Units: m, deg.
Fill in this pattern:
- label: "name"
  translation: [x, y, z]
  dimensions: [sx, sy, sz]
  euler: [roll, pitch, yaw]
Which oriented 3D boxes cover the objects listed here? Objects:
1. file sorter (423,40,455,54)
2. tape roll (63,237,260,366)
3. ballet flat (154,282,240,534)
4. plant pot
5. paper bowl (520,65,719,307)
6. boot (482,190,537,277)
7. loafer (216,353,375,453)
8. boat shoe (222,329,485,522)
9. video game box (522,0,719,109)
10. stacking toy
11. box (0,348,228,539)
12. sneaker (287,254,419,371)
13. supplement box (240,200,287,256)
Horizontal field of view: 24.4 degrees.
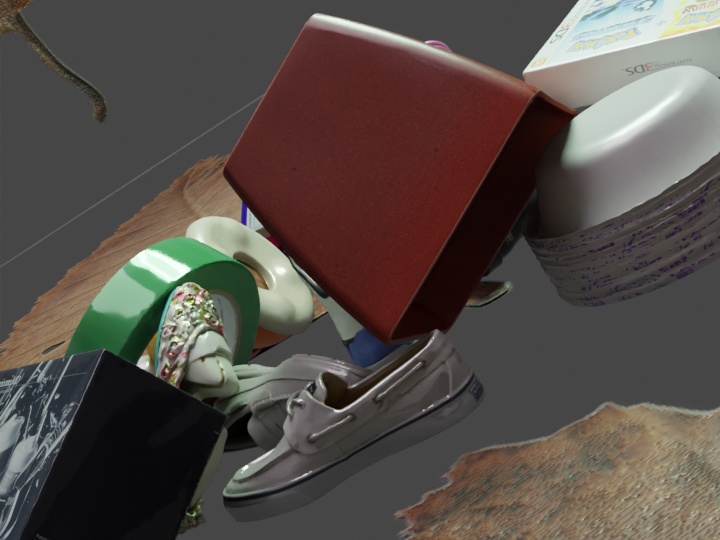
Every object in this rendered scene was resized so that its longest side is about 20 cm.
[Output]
- label: "file sorter"
  translation: [0.071, -0.172, 1.850]
  dimensions: [0.139, 0.125, 0.200]
  euler: [-32, 12, 3]
- label: "tape roll"
  translation: [-0.161, 0.072, 1.353]
  dimensions: [0.048, 0.200, 0.200]
  euler: [27, 49, 26]
- label: "ballet flat"
  translation: [-0.124, 0.106, 1.246]
  dimensions: [0.064, 0.076, 0.200]
  euler: [-1, 71, 31]
- label: "plant pot"
  translation: [0.021, -0.080, 1.215]
  dimensions: [0.200, 0.176, 0.200]
  euler: [-59, -13, 8]
- label: "paper bowl"
  translation: [0.205, -0.069, 1.182]
  dimensions: [0.201, 0.104, 0.201]
  euler: [-31, 14, 8]
- label: "boot"
  translation: [0.137, -0.071, 1.436]
  dimensions: [0.200, 0.066, 0.165]
  euler: [-40, 22, -20]
- label: "loafer"
  translation: [-0.051, 0.105, 1.246]
  dimensions: [0.200, 0.070, 0.070]
  euler: [-16, 57, 56]
- label: "boat shoe"
  translation: [-0.017, 0.102, 1.135]
  dimensions: [0.200, 0.070, 0.071]
  euler: [-28, 13, 17]
- label: "video game box"
  translation: [0.248, -0.197, 1.301]
  dimensions: [0.200, 0.047, 0.182]
  euler: [-10, 29, 34]
- label: "stacking toy"
  translation: [-0.153, 0.061, 1.585]
  dimensions: [0.200, 0.146, 0.146]
  euler: [-48, 6, 22]
- label: "box"
  translation: [-0.208, 0.162, 1.133]
  dimensions: [0.200, 0.104, 0.182]
  euler: [-14, 49, 56]
- label: "sneaker"
  translation: [0.000, 0.000, 1.382]
  dimensions: [0.081, 0.115, 0.199]
  euler: [-30, 13, 8]
- label: "supplement box"
  translation: [-0.016, -0.087, 1.711]
  dimensions: [0.200, 0.101, 0.103]
  euler: [-26, 48, 32]
